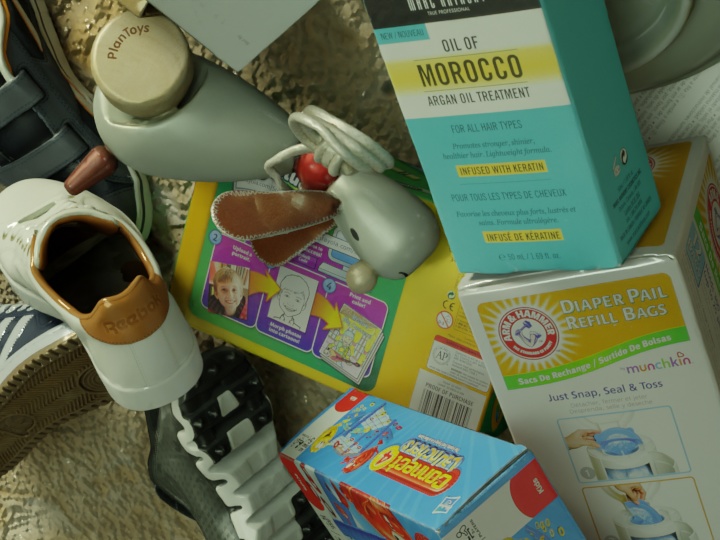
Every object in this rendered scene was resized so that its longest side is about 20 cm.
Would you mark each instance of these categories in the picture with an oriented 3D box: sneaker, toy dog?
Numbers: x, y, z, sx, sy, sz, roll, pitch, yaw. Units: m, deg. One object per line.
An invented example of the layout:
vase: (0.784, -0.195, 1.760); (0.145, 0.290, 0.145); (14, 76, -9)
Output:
sneaker: (-0.196, -0.091, 0.948); (0.078, 0.079, 0.201); (-31, 88, 25)
sneaker: (-0.073, 0.131, 0.946); (0.090, 0.066, 0.202); (5, 121, 51)
sneaker: (-0.145, -0.015, 0.849); (0.200, 0.072, 0.085); (39, 156, 46)
toy dog: (-0.068, -0.044, 0.818); (0.199, 0.132, 0.097); (32, 86, 26)
sneaker: (-0.190, 0.036, 0.949); (0.199, 0.070, 0.109); (-35, 51, 28)

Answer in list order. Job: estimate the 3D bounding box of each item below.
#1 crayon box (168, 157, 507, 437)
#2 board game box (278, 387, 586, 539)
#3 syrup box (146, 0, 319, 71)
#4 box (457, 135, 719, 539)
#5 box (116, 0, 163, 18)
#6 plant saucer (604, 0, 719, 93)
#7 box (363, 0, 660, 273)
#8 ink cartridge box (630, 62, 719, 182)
crayon box: (0.000, 0.000, 0.887); (0.198, 0.058, 0.120); (22, 108, 19)
board game box: (0.064, 0.164, 0.796); (0.056, 0.195, 0.201); (-37, 106, -16)
syrup box: (-0.059, -0.196, 0.794); (0.081, 0.201, 0.079); (-37, 123, 28)
box: (0.133, 0.055, 0.775); (0.100, 0.113, 0.201); (-10, 119, 25)
box: (-0.141, -0.198, 0.852); (0.199, 0.163, 0.021); (39, 114, 13)
plant saucer: (0.090, -0.135, 0.703); (0.198, 0.051, 0.201); (8, 141, 6)
box: (0.053, -0.096, 0.662); (0.082, 0.049, 0.201); (-2, 122, 35)
ink cartridge box: (0.192, -0.059, 0.805); (0.199, 0.050, 0.161); (36, 113, -1)
